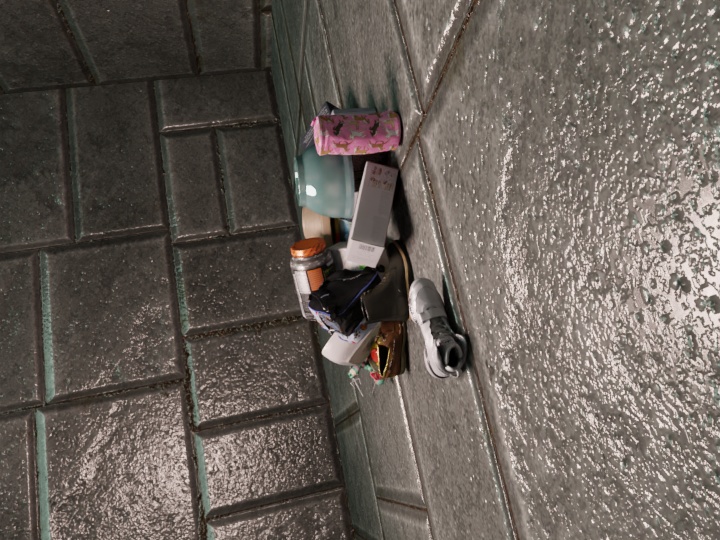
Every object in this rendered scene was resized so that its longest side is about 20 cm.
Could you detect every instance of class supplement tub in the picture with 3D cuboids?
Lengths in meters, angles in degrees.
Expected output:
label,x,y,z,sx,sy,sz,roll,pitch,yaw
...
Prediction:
label,x,y,z,sx,sy,sz,roll,pitch,yaw
supplement tub,-0.122,0.022,1.614,0.123,0.119,0.205,-129,25,-68

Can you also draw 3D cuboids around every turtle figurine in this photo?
label,x,y,z,sx,sy,sz,roll,pitch,yaw
turtle figurine,0.035,0.280,1.776,0.100,0.148,0.204,-33,53,29

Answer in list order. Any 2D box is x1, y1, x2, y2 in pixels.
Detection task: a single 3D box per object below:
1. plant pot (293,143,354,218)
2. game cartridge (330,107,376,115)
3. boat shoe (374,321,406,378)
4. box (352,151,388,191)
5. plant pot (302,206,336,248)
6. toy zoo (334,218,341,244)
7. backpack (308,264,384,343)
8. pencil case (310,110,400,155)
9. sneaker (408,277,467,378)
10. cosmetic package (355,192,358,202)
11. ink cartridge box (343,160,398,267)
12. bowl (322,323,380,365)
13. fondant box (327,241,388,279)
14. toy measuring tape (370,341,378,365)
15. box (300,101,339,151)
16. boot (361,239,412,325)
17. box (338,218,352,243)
label,x,y,z,sx,sy,sz,roll,pitch,yaw
plant pot,-0.096,-0.226,1.461,0.200,0.130,0.207,174,90,-80
game cartridge,-0.027,-0.329,1.550,0.203,0.129,0.041,93,171,-46
boat shoe,0.075,0.177,1.520,0.071,0.067,0.206,2,100,58
box,0.011,-0.289,1.470,0.202,0.097,0.077,102,157,-58
plant pot,-0.117,-0.146,1.723,0.201,0.090,0.207,-2,-90,-84
toy zoo,-0.058,-0.129,1.730,0.132,0.020,0.205,-85,-7,-62
backpack,-0.034,0.081,1.496,0.188,0.199,0.157,14,136,51
pencil case,-0.010,-0.306,1.313,0.088,0.194,0.084,-110,17,-48
sneaker,0.152,0.111,1.136,0.115,0.073,0.206,160,96,-78
cosmetic package,-0.004,-0.149,1.717,0.102,0.069,0.205,-121,25,-62
ink cartridge box,0.023,-0.123,1.412,0.176,0.082,0.205,113,169,-70
bowl,-0.004,0.187,1.657,0.074,0.201,0.200,38,180,22
fondant box,0.000,0.000,1.593,0.198,0.057,0.148,4,114,54
toy measuring tape,0.064,0.193,1.631,0.074,0.071,0.204,-114,23,-52
box,-0.077,-0.357,1.694,0.149,0.105,0.202,-50,38,27
boot,0.053,0.027,1.396,0.078,0.134,0.204,101,158,-59
box,0.005,-0.043,1.656,0.134,0.037,0.205,19,124,36
